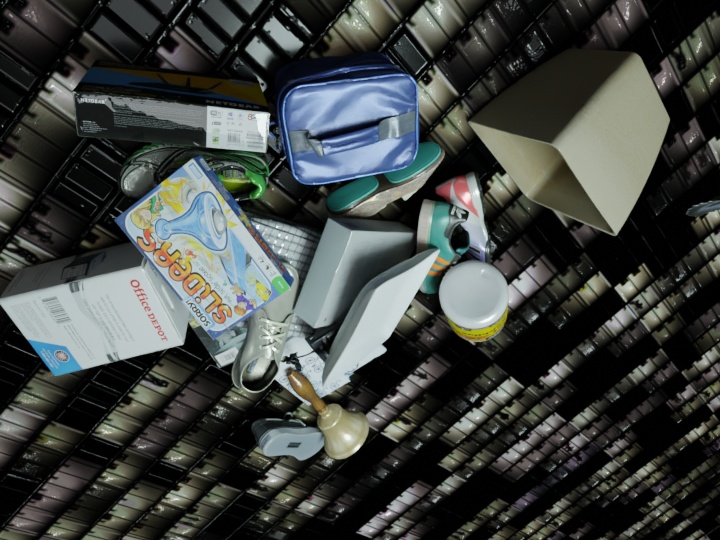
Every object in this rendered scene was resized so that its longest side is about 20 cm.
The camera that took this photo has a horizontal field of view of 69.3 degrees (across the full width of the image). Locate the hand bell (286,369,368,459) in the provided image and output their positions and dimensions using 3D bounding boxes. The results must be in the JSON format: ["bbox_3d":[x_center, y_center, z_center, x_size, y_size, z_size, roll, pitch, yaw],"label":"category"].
[{"bbox_3d":[-0.077,0.252,0.969,0.104,0.104,0.201,-33,121,5],"label":"hand bell"}]

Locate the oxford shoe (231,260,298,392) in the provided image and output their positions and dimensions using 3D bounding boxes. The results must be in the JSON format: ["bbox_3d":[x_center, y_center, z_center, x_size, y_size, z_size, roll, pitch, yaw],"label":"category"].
[{"bbox_3d":[-0.130,0.086,0.741,0.075,0.058,0.202,15,99,-32],"label":"oxford shoe"}]

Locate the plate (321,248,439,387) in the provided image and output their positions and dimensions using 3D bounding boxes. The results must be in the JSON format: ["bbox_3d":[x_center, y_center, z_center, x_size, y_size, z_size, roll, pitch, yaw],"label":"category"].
[{"bbox_3d":[0.026,0.061,0.780,0.199,0.032,0.201,-28,150,-53],"label":"plate"}]

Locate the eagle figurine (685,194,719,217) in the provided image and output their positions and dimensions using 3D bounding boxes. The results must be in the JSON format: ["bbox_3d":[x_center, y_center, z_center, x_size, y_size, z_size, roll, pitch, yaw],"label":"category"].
[{"bbox_3d":[0.738,-0.150,0.979,0.198,0.151,0.153,23,71,3],"label":"eagle figurine"}]

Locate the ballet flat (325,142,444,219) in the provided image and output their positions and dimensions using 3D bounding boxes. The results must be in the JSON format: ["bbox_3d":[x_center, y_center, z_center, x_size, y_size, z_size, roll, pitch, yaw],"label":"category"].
[{"bbox_3d":[0.040,-0.128,0.800,0.198,0.069,0.067,-25,145,6],"label":"ballet flat"}]

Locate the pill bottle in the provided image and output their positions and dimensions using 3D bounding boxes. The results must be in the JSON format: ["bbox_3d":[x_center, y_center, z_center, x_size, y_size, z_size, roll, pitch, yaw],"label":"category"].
[{"bbox_3d":[0.197,0.060,0.893,0.109,0.110,0.200,-32,159,4],"label":"pill bottle"}]

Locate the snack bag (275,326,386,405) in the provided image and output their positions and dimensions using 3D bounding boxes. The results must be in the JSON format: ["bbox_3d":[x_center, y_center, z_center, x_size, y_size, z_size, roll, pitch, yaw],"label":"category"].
[{"bbox_3d":[-0.064,0.155,0.951,0.199,0.021,0.189,-32,132,5],"label":"snack bag"}]

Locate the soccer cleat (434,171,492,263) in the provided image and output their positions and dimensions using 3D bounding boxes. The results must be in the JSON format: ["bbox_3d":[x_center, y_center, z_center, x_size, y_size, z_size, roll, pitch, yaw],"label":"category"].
[{"bbox_3d":[0.179,-0.070,0.879,0.072,0.069,0.201,-11,128,13],"label":"soccer cleat"}]

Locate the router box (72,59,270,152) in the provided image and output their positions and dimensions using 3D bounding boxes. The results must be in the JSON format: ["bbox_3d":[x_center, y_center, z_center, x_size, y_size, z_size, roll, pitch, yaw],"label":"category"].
[{"bbox_3d":[-0.214,-0.196,0.614,0.198,0.150,0.052,1,122,-18],"label":"router box"}]

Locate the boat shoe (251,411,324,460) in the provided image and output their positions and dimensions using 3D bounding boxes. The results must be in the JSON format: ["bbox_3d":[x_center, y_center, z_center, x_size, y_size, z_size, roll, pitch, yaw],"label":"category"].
[{"bbox_3d":[-0.140,0.323,1.018,0.074,0.068,0.199,-55,146,7],"label":"boat shoe"}]

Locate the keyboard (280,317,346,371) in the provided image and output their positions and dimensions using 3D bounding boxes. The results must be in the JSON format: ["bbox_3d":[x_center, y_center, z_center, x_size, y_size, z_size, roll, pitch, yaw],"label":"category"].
[{"bbox_3d":[-0.061,0.129,0.841,0.126,0.021,0.200,-26,162,-5],"label":"keyboard"}]

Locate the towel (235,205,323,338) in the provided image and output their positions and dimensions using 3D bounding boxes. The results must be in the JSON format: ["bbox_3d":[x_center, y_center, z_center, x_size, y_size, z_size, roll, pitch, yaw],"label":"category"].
[{"bbox_3d":[-0.136,0.001,0.790,0.198,0.085,0.167,15,102,-36],"label":"towel"}]

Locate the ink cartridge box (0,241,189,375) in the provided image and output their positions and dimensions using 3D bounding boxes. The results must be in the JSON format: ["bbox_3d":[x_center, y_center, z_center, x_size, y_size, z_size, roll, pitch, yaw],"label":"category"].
[{"bbox_3d":[-0.370,0.053,0.751,0.198,0.086,0.148,-14,125,-2],"label":"ink cartridge box"}]

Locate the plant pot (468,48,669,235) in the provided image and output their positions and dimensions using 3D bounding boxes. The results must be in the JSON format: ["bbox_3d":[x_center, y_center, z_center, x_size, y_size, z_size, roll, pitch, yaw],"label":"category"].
[{"bbox_3d":[0.319,-0.204,0.762,0.177,0.200,0.200,-49,123,3],"label":"plant pot"}]

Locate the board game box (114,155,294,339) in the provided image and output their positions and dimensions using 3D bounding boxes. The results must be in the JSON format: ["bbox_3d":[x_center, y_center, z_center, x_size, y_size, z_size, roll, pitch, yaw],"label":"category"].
[{"bbox_3d":[-0.199,-0.026,0.677,0.135,0.035,0.201,-33,105,12],"label":"board game box"}]

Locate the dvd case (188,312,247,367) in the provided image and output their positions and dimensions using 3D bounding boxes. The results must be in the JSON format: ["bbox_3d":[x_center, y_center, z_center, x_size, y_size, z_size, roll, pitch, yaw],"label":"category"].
[{"bbox_3d":[-0.212,0.062,0.859,0.145,0.022,0.201,-24,124,-2],"label":"dvd case"}]

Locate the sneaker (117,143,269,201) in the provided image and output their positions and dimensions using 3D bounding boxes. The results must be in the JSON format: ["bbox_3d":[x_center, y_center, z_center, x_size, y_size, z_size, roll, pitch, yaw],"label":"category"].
[{"bbox_3d":[-0.221,-0.126,0.696,0.198,0.085,0.079,-8,124,-11],"label":"sneaker"}]

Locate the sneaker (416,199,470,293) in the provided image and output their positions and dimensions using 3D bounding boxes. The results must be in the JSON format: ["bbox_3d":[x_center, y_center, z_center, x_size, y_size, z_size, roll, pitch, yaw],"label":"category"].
[{"bbox_3d":[0.135,-0.027,0.849,0.079,0.072,0.201,11,143,15],"label":"sneaker"}]

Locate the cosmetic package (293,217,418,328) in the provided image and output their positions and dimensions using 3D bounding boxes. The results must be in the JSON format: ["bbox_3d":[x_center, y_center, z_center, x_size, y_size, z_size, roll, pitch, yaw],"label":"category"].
[{"bbox_3d":[0.000,0.000,0.796,0.199,0.051,0.152,-4,119,-56],"label":"cosmetic package"}]

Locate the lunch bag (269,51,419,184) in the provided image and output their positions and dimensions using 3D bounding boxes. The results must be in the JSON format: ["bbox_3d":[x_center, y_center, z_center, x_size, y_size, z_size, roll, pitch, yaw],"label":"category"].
[{"bbox_3d":[-0.025,-0.199,0.682,0.198,0.133,0.137,-13,125,-9],"label":"lunch bag"}]
